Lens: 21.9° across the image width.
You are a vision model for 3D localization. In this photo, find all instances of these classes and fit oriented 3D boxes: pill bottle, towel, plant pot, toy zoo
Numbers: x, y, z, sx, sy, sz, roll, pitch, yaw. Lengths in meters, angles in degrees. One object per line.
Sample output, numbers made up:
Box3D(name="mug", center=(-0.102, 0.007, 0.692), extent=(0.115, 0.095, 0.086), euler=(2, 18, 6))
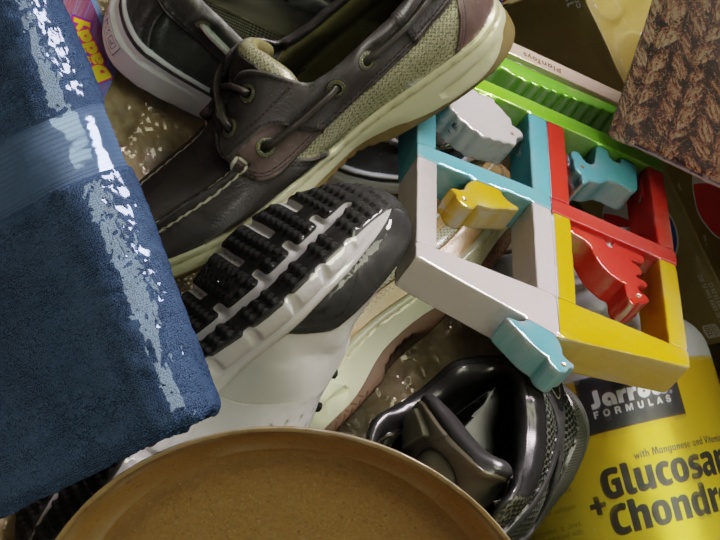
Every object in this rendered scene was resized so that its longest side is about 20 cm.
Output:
Box3D(name="pill bottle", center=(0.116, 0.087, 0.849), extent=(0.112, 0.112, 0.201), euler=(-6, 76, -37))
Box3D(name="towel", center=(-0.131, -0.018, 0.683), extent=(0.201, 0.111, 0.049), euler=(68, 20, 4))
Box3D(name="plant pot", center=(-0.027, 0.146, 0.700), extent=(0.200, 0.200, 0.027), euler=(46, 14, -12))
Box3D(name="toy zoo", center=(0.077, -0.025, 0.798), extent=(0.131, 0.020, 0.200), euler=(21, 42, -18))

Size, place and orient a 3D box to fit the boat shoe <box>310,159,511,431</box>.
Box3D(name="boat shoe", center=(0.000, 0.000, 0.826), extent=(0.076, 0.072, 0.200), euler=(50, 52, -8))

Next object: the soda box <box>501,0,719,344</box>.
Box3D(name="soda box", center=(0.147, -0.063, 0.942), extent=(0.068, 0.064, 0.200), euler=(-35, 103, -38))

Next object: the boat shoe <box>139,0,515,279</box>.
Box3D(name="boat shoe", center=(-0.032, -0.071, 0.776), extent=(0.201, 0.072, 0.066), euler=(-33, 122, 0))

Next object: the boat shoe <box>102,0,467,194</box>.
Box3D(name="boat shoe", center=(-0.018, -0.087, 0.844), extent=(0.200, 0.071, 0.072), euler=(16, 63, -34))

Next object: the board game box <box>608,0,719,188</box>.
Box3D(name="board game box", center=(0.239, -0.089, 0.858), extent=(0.159, 0.097, 0.200), euler=(28, 27, 27))

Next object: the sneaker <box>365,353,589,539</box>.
Box3D(name="sneaker", center=(0.021, 0.119, 0.744), extent=(0.200, 0.076, 0.114), euler=(-59, 155, -6))

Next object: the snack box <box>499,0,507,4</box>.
Box3D(name="snack box", center=(0.156, -0.131, 1.017), extent=(0.200, 0.024, 0.072), euler=(21, 64, -28))

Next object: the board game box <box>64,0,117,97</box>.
Box3D(name="board game box", center=(-0.178, -0.135, 0.769), extent=(0.158, 0.039, 0.201), euler=(-19, 85, -39))

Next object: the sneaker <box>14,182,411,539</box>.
Box3D(name="sneaker", center=(-0.047, 0.051, 0.740), extent=(0.200, 0.074, 0.080), euler=(-48, 117, 2))
